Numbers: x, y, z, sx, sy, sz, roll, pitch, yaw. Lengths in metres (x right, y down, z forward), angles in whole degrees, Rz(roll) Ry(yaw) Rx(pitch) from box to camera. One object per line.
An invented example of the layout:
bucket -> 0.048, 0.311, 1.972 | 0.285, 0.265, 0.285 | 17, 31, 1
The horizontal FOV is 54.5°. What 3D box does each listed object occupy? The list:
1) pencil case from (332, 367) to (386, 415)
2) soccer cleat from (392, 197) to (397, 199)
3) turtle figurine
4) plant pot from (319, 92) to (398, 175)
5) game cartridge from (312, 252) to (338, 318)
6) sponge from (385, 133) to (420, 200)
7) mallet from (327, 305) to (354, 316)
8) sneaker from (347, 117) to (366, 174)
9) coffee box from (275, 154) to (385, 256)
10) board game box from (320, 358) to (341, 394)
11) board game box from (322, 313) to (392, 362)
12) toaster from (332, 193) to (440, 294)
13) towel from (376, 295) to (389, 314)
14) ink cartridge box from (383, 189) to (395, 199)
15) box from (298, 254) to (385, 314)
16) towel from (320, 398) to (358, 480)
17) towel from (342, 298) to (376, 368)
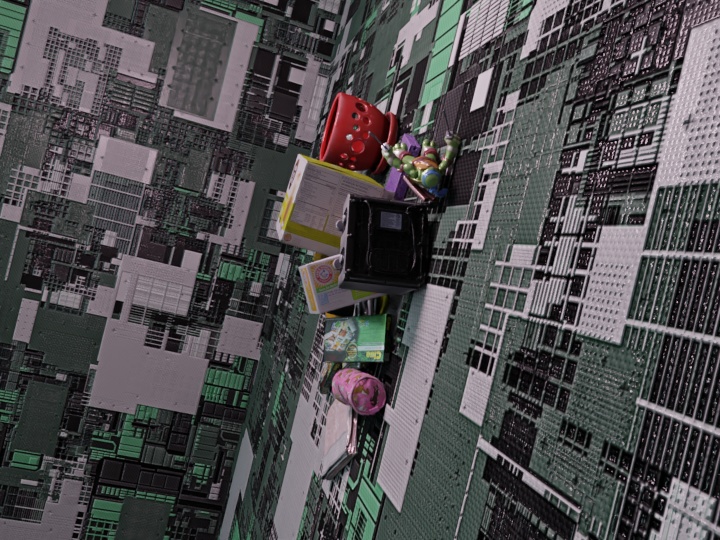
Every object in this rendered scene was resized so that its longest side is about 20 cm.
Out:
pencil case -> -0.006, 0.262, 1.525 | 0.083, 0.086, 0.200 | -59, 10, -10
soccer cleat -> 0.036, -0.090, 1.583 | 0.200, 0.068, 0.086 | -38, -24, -36
turtle figurine -> 0.120, -0.251, 1.406 | 0.144, 0.200, 0.194 | -38, 16, 6
plant pot -> -0.004, -0.368, 1.924 | 0.200, 0.181, 0.202 | -166, 90, -76
game cartridge -> -0.068, 0.049, 1.778 | 0.176, 0.032, 0.202 | -17, -88, -78
sponge -> 0.095, -0.225, 1.711 | 0.112, 0.030, 0.201 | -105, 30, -65
mallet -> -0.053, 0.070, 1.680 | 0.200, 0.065, 0.042 | -118, 36, -78
sneaker -> -0.006, -0.374, 2.114 | 0.078, 0.099, 0.202 | -122, 47, -71
coffee box -> -0.079, -0.153, 1.692 | 0.200, 0.198, 0.199 | -126, 54, -72
board game box -> -0.074, 0.239, 1.912 | 0.105, 0.023, 0.201 | -88, 17, -44
board game box -> -0.010, 0.154, 1.561 | 0.199, 0.023, 0.106 | -7, 72, 46
toaster -> 0.049, -0.051, 1.421 | 0.119, 0.198, 0.183 | 143, 131, -73
towel -> 0.042, 0.041, 1.682 | 0.201, 0.018, 0.086 | -95, 22, -52
ink cartridge box -> 0.035, -0.155, 1.745 | 0.200, 0.039, 0.100 | -145, 68, -75
box -> -0.024, 0.017, 1.529 | 0.101, 0.198, 0.113 | 169, 85, -75
towel -> -0.050, 0.386, 1.687 | 0.200, 0.032, 0.192 | 122, 158, -50
towel -> -0.006, 0.138, 1.668 | 0.171, 0.048, 0.202 | 135, 142, -73
